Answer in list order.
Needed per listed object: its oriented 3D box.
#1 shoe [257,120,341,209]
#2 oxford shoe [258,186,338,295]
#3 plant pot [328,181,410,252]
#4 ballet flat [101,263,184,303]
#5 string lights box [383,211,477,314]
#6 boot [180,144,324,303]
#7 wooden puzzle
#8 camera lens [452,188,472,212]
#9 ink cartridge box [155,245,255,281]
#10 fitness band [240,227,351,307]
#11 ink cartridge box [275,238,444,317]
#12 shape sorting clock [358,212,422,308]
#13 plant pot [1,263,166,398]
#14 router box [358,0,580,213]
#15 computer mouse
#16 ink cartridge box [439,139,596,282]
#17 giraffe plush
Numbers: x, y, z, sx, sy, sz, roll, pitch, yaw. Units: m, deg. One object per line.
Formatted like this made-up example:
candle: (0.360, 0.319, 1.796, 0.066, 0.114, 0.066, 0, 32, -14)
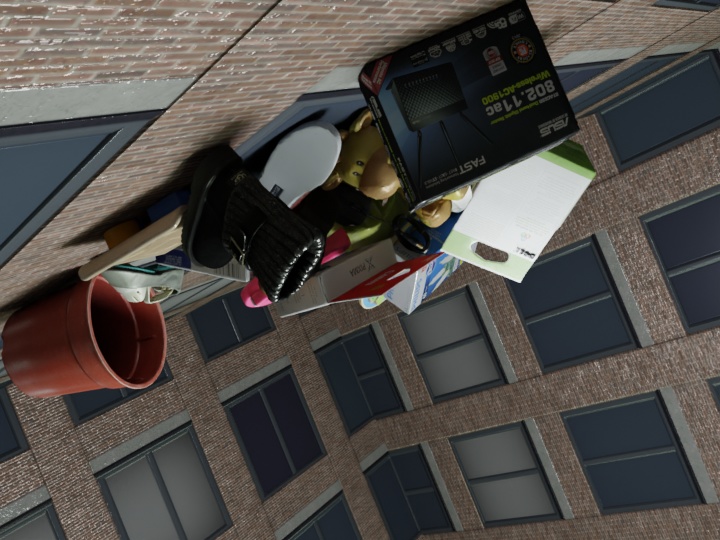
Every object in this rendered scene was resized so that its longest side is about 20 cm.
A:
shoe: (-0.085, -0.130, 0.892, 0.200, 0.071, 0.092, -44, -165, 37)
oxford shoe: (-0.089, -0.029, 0.929, 0.071, 0.071, 0.202, -33, -159, 40)
plant pot: (-0.001, -0.108, 1.179, 0.196, 0.205, 0.184, -24, 168, 1)
ballet flat: (-0.342, 0.021, 1.108, 0.065, 0.066, 0.199, 8, -177, 17)
string lights box: (0.122, -0.031, 1.144, 0.199, 0.058, 0.105, -39, 150, -36)
boot: (-0.128, -0.025, 0.808, 0.079, 0.157, 0.212, -43, 171, -28)
wooden puzzle: (-0.253, -0.061, 0.923, 0.182, 0.047, 0.200, -25, -176, 25)
camera lens: (0.185, -0.197, 1.083, 0.196, 0.164, 0.159, -25, 179, 25)
ink cartridge box: (-0.199, -0.034, 1.151, 0.195, 0.042, 0.199, 10, -163, 30)
fitness band: (-0.098, 0.000, 1.073, 0.198, 0.038, 0.143, -35, 173, 29)
ink cartridge box: (0.000, 0.000, 0.975, 0.173, 0.046, 0.199, -15, -172, 35)
shape sorting clock: (0.068, -0.016, 1.183, 0.199, 0.039, 0.202, -42, 156, -23)
plant pot: (-0.448, 0.108, 1.123, 0.190, 0.207, 0.200, -15, -178, 15)
router box: (0.114, -0.173, 0.746, 0.196, 0.153, 0.062, -24, 179, -7)
computer mouse: (0.018, -0.081, 1.059, 0.060, 0.196, 0.034, -65, 171, -1)
ink cartridge box: (0.213, -0.101, 0.998, 0.077, 0.144, 0.203, -90, -157, -53)
giraffe plush: (0.037, -0.154, 0.956, 0.197, 0.178, 0.160, 21, -160, 39)
